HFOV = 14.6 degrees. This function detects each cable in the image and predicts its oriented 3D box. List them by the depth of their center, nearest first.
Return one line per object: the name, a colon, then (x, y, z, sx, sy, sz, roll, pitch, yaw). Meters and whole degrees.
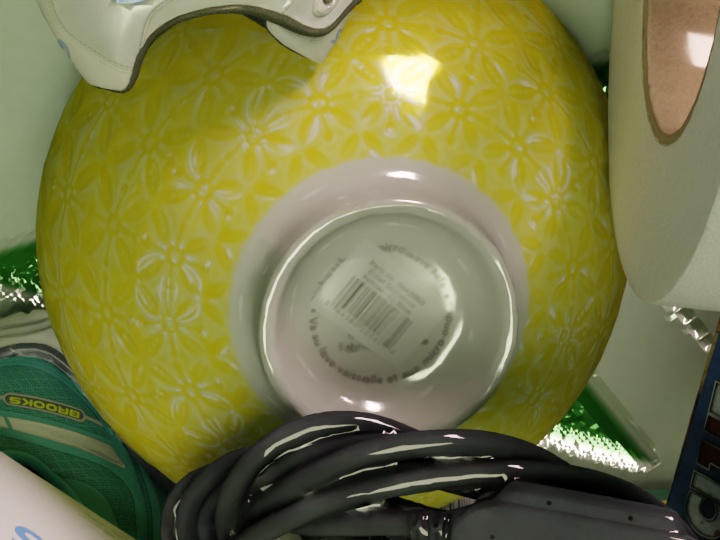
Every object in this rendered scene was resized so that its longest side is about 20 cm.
cable: (0.038, 0.090, 0.868, 0.199, 0.163, 0.051, 7, 73, 6)

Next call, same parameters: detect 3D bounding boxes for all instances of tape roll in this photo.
tape roll: (0.109, -0.089, 0.807, 0.037, 0.203, 0.204, 6, 117, -6)

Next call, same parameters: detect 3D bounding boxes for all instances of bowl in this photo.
bowl: (0.000, 0.000, 0.882, 0.199, 0.108, 0.201, -3, 107, -9)

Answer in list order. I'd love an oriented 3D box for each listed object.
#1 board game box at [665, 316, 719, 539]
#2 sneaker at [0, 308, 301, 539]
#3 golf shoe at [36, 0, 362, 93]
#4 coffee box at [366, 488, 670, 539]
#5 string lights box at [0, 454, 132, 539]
board game box: (0.170, -0.009, 0.891, 0.035, 0.135, 0.201, 32, 122, 33)
sneaker: (-0.076, 0.106, 0.969, 0.200, 0.080, 0.077, 45, 134, -16)
golf shoe: (-0.009, -0.115, 0.840, 0.199, 0.078, 0.098, -17, 104, -12)
coffee box: (0.101, 0.139, 1.010, 0.199, 0.044, 0.124, 0, 117, 0)
string lights box: (-0.140, 0.166, 0.911, 0.102, 0.059, 0.200, 33, 109, -5)
